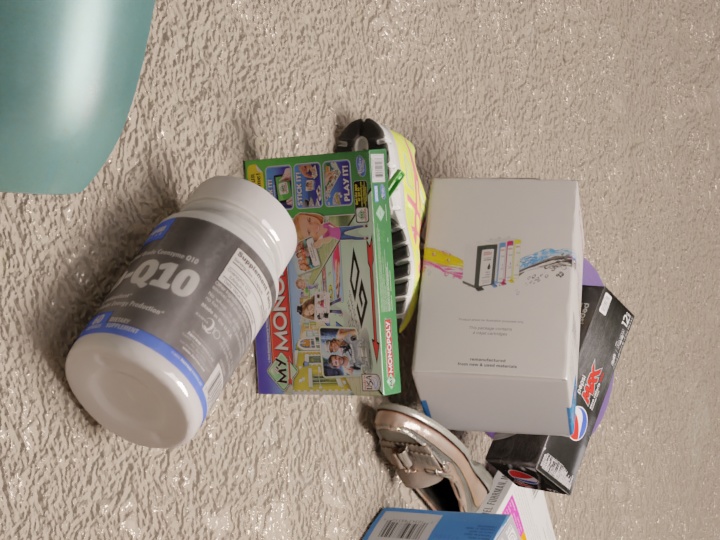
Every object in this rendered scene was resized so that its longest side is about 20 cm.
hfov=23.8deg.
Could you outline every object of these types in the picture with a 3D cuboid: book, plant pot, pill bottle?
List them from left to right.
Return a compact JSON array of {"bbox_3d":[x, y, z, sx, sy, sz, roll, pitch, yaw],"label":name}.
[{"bbox_3d":[-0.235,-0.136,1.110,0.200,0.199,0.163,-2,101,-56],"label":"plant pot"},{"bbox_3d":[-0.131,0.027,1.313,0.114,0.113,0.201,61,42,-33],"label":"pill bottle"},{"bbox_3d":[0.144,0.296,1.754,0.200,0.048,0.135,-52,136,-46],"label":"book"}]

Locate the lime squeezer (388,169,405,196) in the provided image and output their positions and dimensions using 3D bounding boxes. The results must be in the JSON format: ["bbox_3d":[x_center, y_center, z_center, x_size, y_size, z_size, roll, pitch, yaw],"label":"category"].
[{"bbox_3d":[0.000,0.000,1.497,0.038,0.070,0.202,30,49,-32],"label":"lime squeezer"}]

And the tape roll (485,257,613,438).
[{"bbox_3d":[0.191,0.083,1.813,0.199,0.084,0.203,4,85,-57],"label":"tape roll"}]

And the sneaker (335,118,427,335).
[{"bbox_3d":[0.032,-0.038,1.592,0.090,0.077,0.203,1,87,-58],"label":"sneaker"}]

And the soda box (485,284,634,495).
[{"bbox_3d":[0.197,0.115,1.686,0.063,0.070,0.202,40,65,-39],"label":"soda box"}]

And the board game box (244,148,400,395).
[{"bbox_3d":[-0.033,0.003,1.442,0.029,0.133,0.203,-7,93,-55],"label":"board game box"}]

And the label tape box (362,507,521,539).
[{"bbox_3d":[0.099,0.321,1.611,0.066,0.142,0.202,-49,127,-45],"label":"label tape box"}]

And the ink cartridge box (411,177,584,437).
[{"bbox_3d":[0.133,0.033,1.607,0.148,0.143,0.202,70,24,-62],"label":"ink cartridge box"}]

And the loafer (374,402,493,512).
[{"bbox_3d":[0.069,0.192,1.645,0.200,0.071,0.063,45,61,-49],"label":"loafer"}]
